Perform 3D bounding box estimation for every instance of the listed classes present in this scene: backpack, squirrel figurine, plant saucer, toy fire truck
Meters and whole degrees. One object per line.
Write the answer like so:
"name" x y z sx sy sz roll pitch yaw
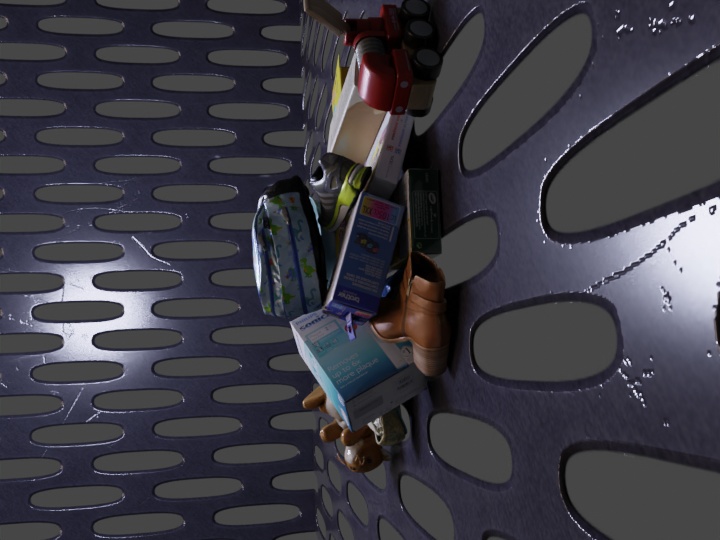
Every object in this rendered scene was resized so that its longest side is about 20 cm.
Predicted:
"backpack" -0.115 -0.021 1.175 0.202 0.152 0.164 62 163 22
"squirrel figurine" 0.006 0.297 1.449 0.200 0.140 0.189 -39 -72 -54
"plant saucer" -0.080 -0.032 1.315 0.200 0.035 0.204 179 90 -72
"toy fire truck" 0.012 -0.332 1.067 0.129 0.196 0.179 102 164 -55

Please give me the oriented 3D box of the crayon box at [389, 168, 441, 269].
"crayon box" 0.079 -0.074 1.145 0.200 0.051 0.128 143 126 -78

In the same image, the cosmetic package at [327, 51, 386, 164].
"cosmetic package" -0.002 -0.280 1.265 0.201 0.070 0.107 118 160 -56

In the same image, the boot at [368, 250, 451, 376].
"boot" 0.073 0.041 1.063 0.200 0.073 0.157 37 138 49

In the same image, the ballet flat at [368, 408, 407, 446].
"ballet flat" 0.018 0.213 1.269 0.071 0.070 0.203 125 123 -74

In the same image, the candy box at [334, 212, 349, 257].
"candy box" -0.047 -0.077 1.311 0.102 0.026 0.204 -129 42 -68

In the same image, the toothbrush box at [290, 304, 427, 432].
"toothbrush box" -0.005 0.138 1.175 0.200 0.145 0.086 49 159 44

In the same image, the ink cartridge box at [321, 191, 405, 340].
"ink cartridge box" -0.002 0.002 1.096 0.136 0.075 0.203 130 158 -77

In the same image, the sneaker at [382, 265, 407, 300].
"sneaker" 0.061 0.029 1.217 0.201 0.065 0.080 105 160 -62

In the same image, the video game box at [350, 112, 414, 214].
"video game box" 0.036 -0.176 1.206 0.200 0.046 0.185 121 168 -64

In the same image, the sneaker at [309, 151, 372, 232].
"sneaker" -0.042 -0.129 1.141 0.074 0.080 0.200 -56 1 -26

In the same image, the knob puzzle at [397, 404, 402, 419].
"knob puzzle" 0.040 0.197 1.353 0.220 0.030 0.224 165 91 -85

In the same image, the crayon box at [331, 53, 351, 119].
"crayon box" -0.024 -0.320 1.467 0.127 0.050 0.204 111 156 -66
